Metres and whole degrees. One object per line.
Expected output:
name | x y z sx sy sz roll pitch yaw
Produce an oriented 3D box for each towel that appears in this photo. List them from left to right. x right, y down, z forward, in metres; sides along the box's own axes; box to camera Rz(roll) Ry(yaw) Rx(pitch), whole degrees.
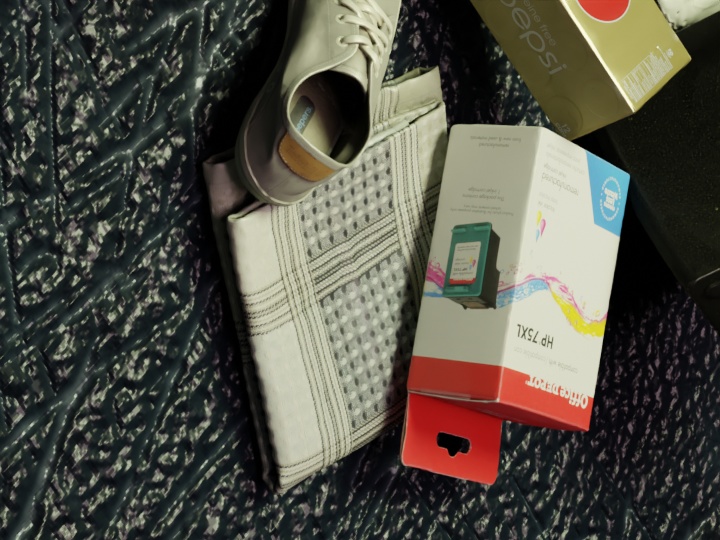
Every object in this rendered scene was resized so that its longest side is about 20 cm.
towel | 0.000 0.000 1.165 0.192 0.034 0.202 -27 114 -40

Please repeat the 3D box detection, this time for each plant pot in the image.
plant pot | 0.277 -0.040 1.273 0.200 0.199 0.178 48 24 -38

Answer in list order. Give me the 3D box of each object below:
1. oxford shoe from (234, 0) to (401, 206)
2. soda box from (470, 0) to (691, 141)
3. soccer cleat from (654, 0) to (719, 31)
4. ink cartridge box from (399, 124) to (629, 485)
oxford shoe | -0.009 -0.124 1.106 0.075 0.058 0.201 36 57 -27
soda box | 0.101 -0.178 1.171 0.064 0.068 0.201 -40 101 -34
soccer cleat | 0.200 -0.177 1.312 0.199 0.069 0.078 19 62 -38
ink cartridge box | 0.092 0.025 1.204 0.116 0.067 0.202 19 78 -54
